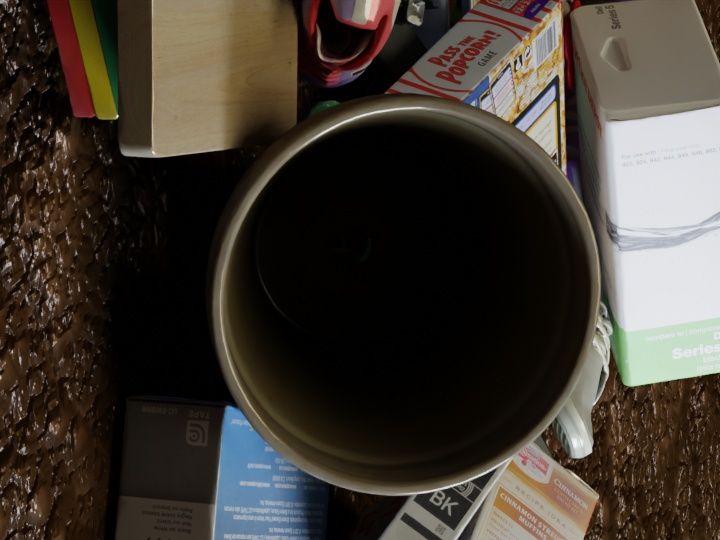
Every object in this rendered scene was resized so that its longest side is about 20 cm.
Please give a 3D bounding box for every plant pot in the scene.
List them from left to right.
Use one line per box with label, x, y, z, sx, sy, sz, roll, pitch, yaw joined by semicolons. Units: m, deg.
plant pot;0.009;-0.001;1.552;0.174;0.199;0.201;-133;-140;-76

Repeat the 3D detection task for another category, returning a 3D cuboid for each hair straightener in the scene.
hair straightener;0.005;-0.165;1.683;0.041;0.077;0.200;-61;146;-28

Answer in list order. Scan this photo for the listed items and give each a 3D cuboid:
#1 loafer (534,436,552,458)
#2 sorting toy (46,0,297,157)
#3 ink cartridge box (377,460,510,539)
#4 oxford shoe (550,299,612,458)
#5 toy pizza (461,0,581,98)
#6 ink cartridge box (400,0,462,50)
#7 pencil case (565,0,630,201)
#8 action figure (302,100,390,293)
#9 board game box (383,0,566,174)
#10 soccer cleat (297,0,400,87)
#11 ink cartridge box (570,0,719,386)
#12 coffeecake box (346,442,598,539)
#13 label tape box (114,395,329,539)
loafer;0.070;0.100;1.878;0.075;0.069;0.201;-31;109;-39
sorting toy;-0.096;-0.160;1.458;0.200;0.069;0.200;-14;105;-72
ink cartridge box;0.056;0.107;1.600;0.200;0.039;0.100;-54;177;-24
oxford shoe;0.130;0.044;1.858;0.200;0.057;0.075;-96;170;-60
toy pizza;0.108;-0.160;1.876;0.200;0.032;0.201;0;90;-69
ink cartridge box;0.061;-0.160;1.857;0.119;0.042;0.201;-46;135;-57
pencil case;0.170;-0.115;2.042;0.085;0.084;0.201;34;56;-22
action figure;0.000;0.000;1.684;0.055;0.118;0.201;-29;111;-48
board game box;0.067;-0.046;1.760;0.152;0.046;0.201;-45;143;-39
soccer cleat;-0.015;-0.131;1.590;0.200;0.066;0.077;121;-19;-69
ink cartridge box;0.188;-0.052;1.884;0.146;0.084;0.201;-100;-177;-56
coffeecake box;0.036;0.206;1.683;0.073;0.153;0.200;39;48;-17
label tape box;-0.074;0.170;1.555;0.144;0.063;0.201;15;79;-66
